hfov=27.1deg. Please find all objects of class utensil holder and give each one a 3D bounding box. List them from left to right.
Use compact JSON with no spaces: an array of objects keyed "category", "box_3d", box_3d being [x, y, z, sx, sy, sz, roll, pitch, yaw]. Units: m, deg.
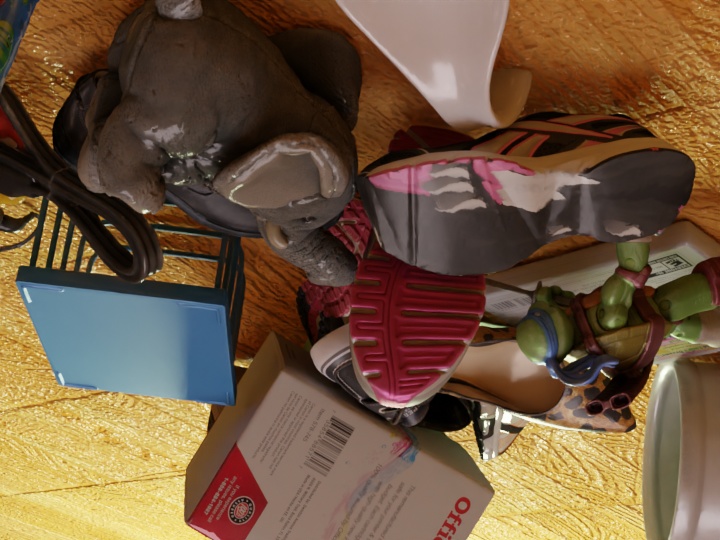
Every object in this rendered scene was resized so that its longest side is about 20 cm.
[{"category":"utensil holder","box_3d":[0.349,0.164,1.250,0.198,0.171,0.170,5,156,2]}]

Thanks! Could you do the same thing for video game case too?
[{"category":"video game case","box_3d":[0.216,0.027,1.159,0.199,0.024,0.181,-17,147,40]}]

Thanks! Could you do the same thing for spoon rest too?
[{"category":"spoon rest","box_3d":[0.047,-0.132,0.807,0.099,0.061,0.200,-4,154,23]}]

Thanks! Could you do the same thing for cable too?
[{"category":"cable","box_3d":[-0.191,-0.065,0.941,0.199,0.050,0.098,22,121,29]}]

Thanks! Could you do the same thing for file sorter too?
[{"category":"file sorter","box_3d":[-0.153,0.003,1.081,0.138,0.124,0.200,7,155,1]}]

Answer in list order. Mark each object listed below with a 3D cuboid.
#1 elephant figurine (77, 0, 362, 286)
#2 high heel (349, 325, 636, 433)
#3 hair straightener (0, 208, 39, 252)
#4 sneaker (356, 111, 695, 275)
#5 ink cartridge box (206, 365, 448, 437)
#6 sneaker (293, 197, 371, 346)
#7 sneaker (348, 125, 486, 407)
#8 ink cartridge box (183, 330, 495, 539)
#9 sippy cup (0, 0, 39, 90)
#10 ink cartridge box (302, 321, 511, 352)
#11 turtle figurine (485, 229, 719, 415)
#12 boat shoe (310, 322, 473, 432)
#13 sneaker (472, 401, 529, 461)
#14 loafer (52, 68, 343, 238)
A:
[{"category":"elephant figurine","box_3d":[-0.053,-0.080,0.876,0.199,0.143,0.155,19,176,-20]},{"category":"high heel","box_3d":[0.089,0.078,1.016,0.199,0.143,0.072,29,114,10]},{"category":"hair straightener","box_3d":[-0.341,-0.051,1.128,0.198,0.041,0.077,12,156,-21]},{"category":"sneaker","box_3d":[0.092,-0.054,0.896,0.198,0.087,0.081,-3,122,-14]},{"category":"ink cartridge box","box_3d":[-0.035,0.150,1.350,0.198,0.076,0.165,12,-177,-9]},{"category":"sneaker","box_3d":[0.000,0.000,1.109,0.074,0.081,0.200,-19,160,-16]},{"category":"sneaker","box_3d":[0.038,0.008,0.930,0.081,0.201,0.089,13,141,3]},{"category":"ink cartridge box","box_3d":[-0.020,0.170,1.195,0.199,0.146,0.145,32,-176,-10]},{"category":"sippy cup","box_3d":[-0.237,-0.134,0.792,0.138,0.131,0.178,9,155,-7]},{"category":"ink cartridge box","box_3d":[0.055,0.081,1.293,0.198,0.048,0.146,13,155,-8]},{"category":"turtle figurine","box_3d":[0.174,-0.007,0.998,0.192,0.200,0.145,0,123,-28]},{"category":"boat shoe","box_3d":[0.032,0.089,1.141,0.070,0.067,0.200,-33,154,14]},{"category":"sneaker","box_3d":[0.128,0.106,1.243,0.079,0.074,0.200,-15,161,-3]},{"category":"loafer","box_3d":[-0.096,-0.074,0.962,0.198,0.073,0.072,14,152,-17]}]
